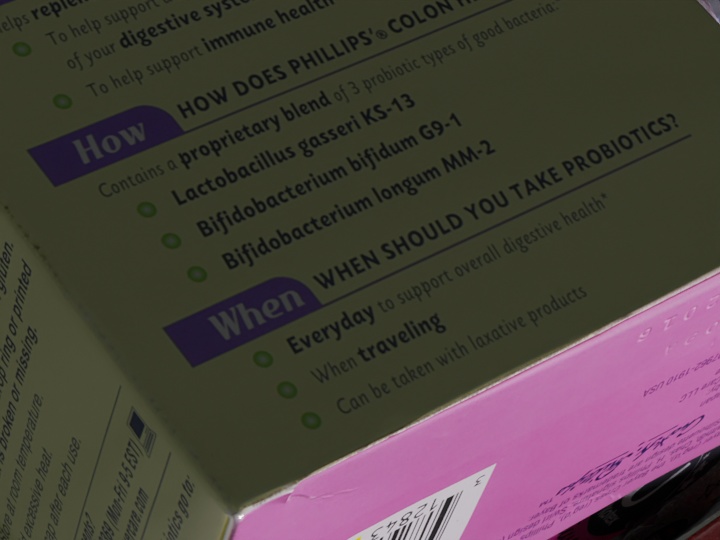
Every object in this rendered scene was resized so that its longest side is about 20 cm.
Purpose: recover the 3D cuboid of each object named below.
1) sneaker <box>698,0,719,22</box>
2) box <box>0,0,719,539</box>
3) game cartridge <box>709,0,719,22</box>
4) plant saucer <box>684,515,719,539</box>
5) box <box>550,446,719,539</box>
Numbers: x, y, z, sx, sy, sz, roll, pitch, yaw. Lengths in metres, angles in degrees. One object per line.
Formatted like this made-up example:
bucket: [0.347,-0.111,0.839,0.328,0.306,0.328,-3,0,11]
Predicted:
sneaker: [0.025,-0.052,0.829,0.199,0.100,0.078,-22,138,-7]
box: [-0.024,-0.027,0.602,0.175,0.200,0.097,-25,154,-32]
game cartridge: [0.105,-0.094,0.977,0.133,0.041,0.200,-35,160,17]
plant saucer: [0.113,0.151,1.134,0.199,0.037,0.200,-26,167,-47]
box: [0.077,0.055,1.127,0.115,0.132,0.200,-35,160,5]
